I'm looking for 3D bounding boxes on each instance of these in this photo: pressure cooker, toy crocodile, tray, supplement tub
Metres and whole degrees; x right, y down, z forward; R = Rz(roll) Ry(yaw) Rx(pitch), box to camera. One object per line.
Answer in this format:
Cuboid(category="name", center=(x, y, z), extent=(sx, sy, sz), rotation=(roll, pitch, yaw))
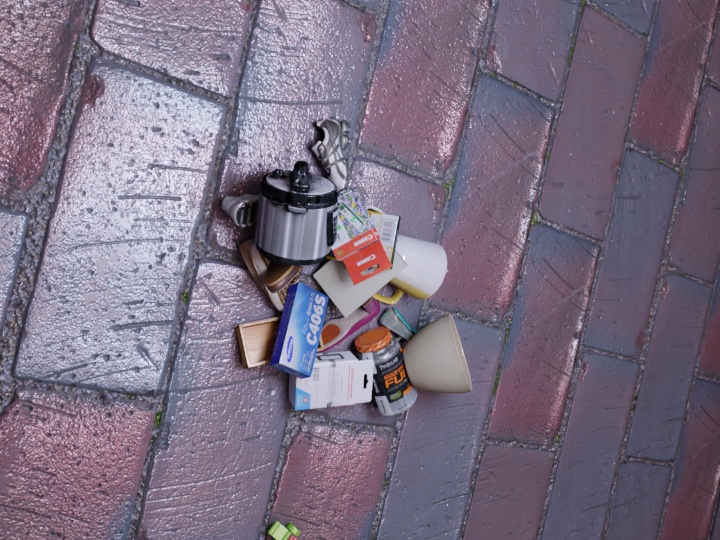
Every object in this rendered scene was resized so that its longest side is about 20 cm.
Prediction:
Cuboid(category="pressure cooker", center=(-0.136, -0.130, 1.510), extent=(0.177, 0.175, 0.203), rotation=(-15, 123, -45))
Cuboid(category="toy crocodile", center=(-0.157, 0.691, 1.751), extent=(0.068, 0.061, 0.201), rotation=(-45, 116, -19))
Cuboid(category="tray", center=(-0.189, 0.161, 1.667), extent=(0.197, 0.037, 0.100), rotation=(-9, 80, -31))
Cuboid(category="supplement tub", center=(0.061, 0.256, 1.800), extent=(0.122, 0.122, 0.203), rotation=(-30, 111, -25))

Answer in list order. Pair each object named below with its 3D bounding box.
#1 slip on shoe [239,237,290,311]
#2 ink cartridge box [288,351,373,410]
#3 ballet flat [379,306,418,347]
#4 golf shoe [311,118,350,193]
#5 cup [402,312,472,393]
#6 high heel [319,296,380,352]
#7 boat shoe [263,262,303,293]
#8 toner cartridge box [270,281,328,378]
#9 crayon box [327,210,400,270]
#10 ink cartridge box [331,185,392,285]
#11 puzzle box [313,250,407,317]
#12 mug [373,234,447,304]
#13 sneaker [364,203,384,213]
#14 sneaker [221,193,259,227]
Cuboid(category="slip on shoe", center=(-0.220, 0.012, 1.636), extent=(0.077, 0.060, 0.202), rotation=(-71, 147, -45))
Cuboid(category="ink cartridge box", center=(-0.072, 0.266, 1.723), extent=(0.196, 0.068, 0.118), rotation=(-1, 105, -21))
Cuboid(category="ballet flat", center=(0.123, 0.174, 1.873), extent=(0.064, 0.068, 0.200), rotation=(-41, 118, 9))
Cuboid(category="golf shoe", center=(-0.074, -0.262, 1.683), extent=(0.093, 0.078, 0.204), rotation=(3, 79, -20))
Cuboid(category="cup", center=(0.188, 0.224, 1.785), extent=(0.141, 0.201, 0.203), rotation=(-17, 109, 11))
Cuboid(category="high heel", center=(-0.027, 0.146, 1.776), extent=(0.199, 0.067, 0.096), rotation=(-40, 147, -6))
Cuboid(category="boat shoe", center=(-0.159, -0.006, 1.614), extent=(0.201, 0.069, 0.071), rotation=(-64, 138, -51))
Cuboid(category="toner cartridge box", center=(-0.140, 0.138, 1.640), extent=(0.094, 0.043, 0.203), rotation=(28, 61, -32))
Cuboid(category="crayon box", center=(-0.012, -0.082, 1.663), extent=(0.196, 0.052, 0.128), rotation=(11, 95, 9))
Cuboid(category="ink cartridge box", center=(-0.018, -0.078, 1.611), extent=(0.108, 0.050, 0.203), rotation=(-26, 87, 11))
Cuboid(category="puzzle box", center=(0.000, 0.000, 1.703), extent=(0.199, 0.025, 0.134), rotation=(-39, 85, 9))
Cuboid(category="mug", center=(0.109, -0.002, 1.777), extent=(0.152, 0.149, 0.190), rotation=(20, 87, -36))
Cuboid(category="sneaker", center=(-0.015, -0.148, 1.732), extent=(0.197, 0.070, 0.074), rotation=(9, 91, -30))
Cuboid(category="sneaker", center=(-0.227, -0.144, 1.603), extent=(0.198, 0.080, 0.076), rotation=(-3, 113, -51))
